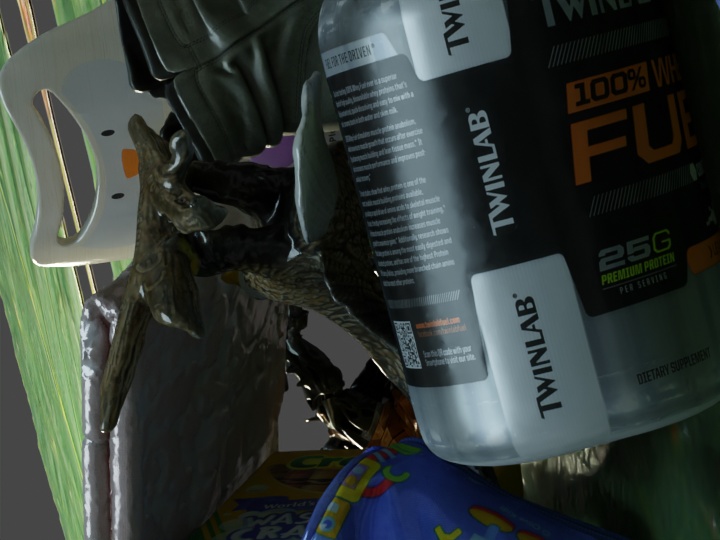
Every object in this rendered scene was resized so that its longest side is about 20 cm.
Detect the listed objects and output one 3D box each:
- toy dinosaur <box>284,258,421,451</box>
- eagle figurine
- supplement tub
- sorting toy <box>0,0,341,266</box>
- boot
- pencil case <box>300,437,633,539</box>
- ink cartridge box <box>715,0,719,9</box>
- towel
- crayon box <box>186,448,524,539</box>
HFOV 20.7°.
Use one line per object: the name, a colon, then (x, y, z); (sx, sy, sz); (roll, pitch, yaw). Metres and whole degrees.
toy dinosaur: (0.020, 0.060, 1.011); (0.136, 0.102, 0.200); (52, 139, 16)
eagle figurine: (-0.003, -0.001, 0.797); (0.153, 0.198, 0.151); (-67, 28, 14)
supplement tub: (0.056, -0.043, 0.695); (0.122, 0.121, 0.202); (180, 74, -72)
sorting toy: (-0.103, -0.076, 1.071); (0.107, 0.178, 0.202); (-130, 28, -53)
boot: (-0.061, -0.149, 0.954); (0.068, 0.129, 0.202); (126, 126, -69)
pencil case: (0.074, 0.125, 0.701); (0.078, 0.198, 0.088); (23, -92, -67)
ink cartridge box: (0.164, -0.071, 0.464); (0.201, 0.040, 0.201); (99, 150, -55)
towel: (-0.072, 0.069, 0.893); (0.200, 0.032, 0.193); (-46, -39, -65)
crayon box: (-0.001, 0.123, 0.875); (0.200, 0.124, 0.052); (-39, -56, -69)
